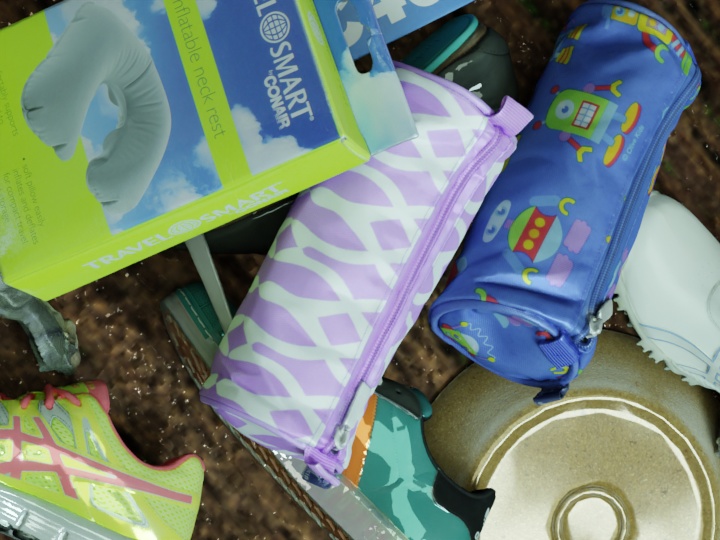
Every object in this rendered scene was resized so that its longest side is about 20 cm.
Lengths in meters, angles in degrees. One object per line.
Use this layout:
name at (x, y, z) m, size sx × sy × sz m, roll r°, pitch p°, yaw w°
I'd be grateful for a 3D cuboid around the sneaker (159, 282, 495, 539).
sneaker at (-0.015, 0.072, 1.123) m, size 0.080 × 0.071 × 0.200 m, roll -43°, pitch 94°, yaw -14°

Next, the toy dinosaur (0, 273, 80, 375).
toy dinosaur at (-0.193, -0.029, 1.076) m, size 0.200 × 0.047 × 0.088 m, roll 39°, pitch 52°, yaw -29°

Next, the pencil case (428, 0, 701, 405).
pencil case at (0.106, -0.038, 1.097) m, size 0.201 × 0.087 × 0.078 m, roll -65°, pitch 147°, yaw -23°

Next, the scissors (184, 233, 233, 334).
scissors at (-0.089, -0.047, 1.076) m, size 0.073 × 0.014 × 0.200 m, roll -41°, pitch 75°, yaw 33°

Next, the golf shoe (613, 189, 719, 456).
golf shoe at (0.207, 0.036, 1.142) m, size 0.078 × 0.097 × 0.200 m, roll -43°, pitch 103°, yaw -36°

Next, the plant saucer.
plant saucer at (0.117, 0.132, 1.172) m, size 0.199 × 0.035 × 0.201 m, roll -1°, pitch 96°, yaw -12°

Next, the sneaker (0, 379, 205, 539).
sneaker at (-0.166, 0.086, 1.100) m, size 0.199 × 0.078 × 0.091 m, roll 30°, pitch 76°, yaw -15°

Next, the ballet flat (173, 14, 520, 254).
ballet flat at (0.000, -0.050, 1.118) m, size 0.200 × 0.068 × 0.069 m, roll -34°, pitch 109°, yaw -6°

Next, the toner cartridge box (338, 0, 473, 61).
toner cartridge box at (-0.012, -0.154, 1.116) m, size 0.199 × 0.043 × 0.095 m, roll -28°, pitch 98°, yaw -7°

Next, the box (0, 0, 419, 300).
box at (-0.086, -0.079, 1.029) m, size 0.199 × 0.048 × 0.122 m, roll -23°, pitch 74°, yaw 12°

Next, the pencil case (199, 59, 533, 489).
pencil case at (0.000, 0.000, 1.045) m, size 0.084 × 0.085 × 0.201 m, roll 30°, pitch 84°, yaw -38°
